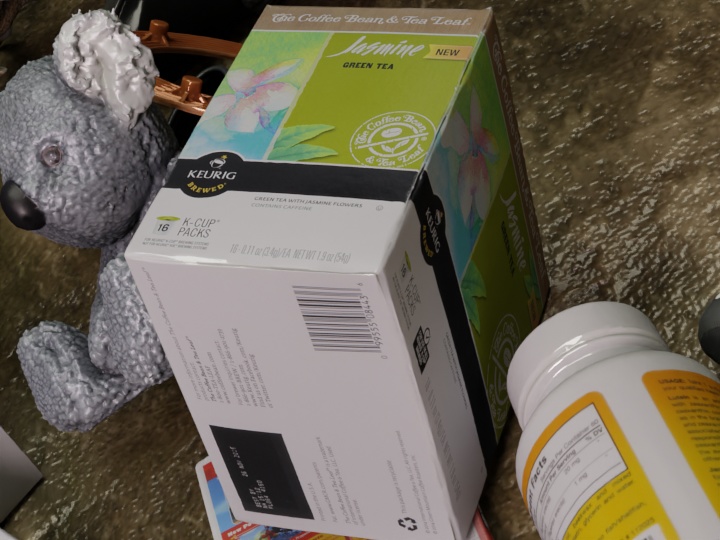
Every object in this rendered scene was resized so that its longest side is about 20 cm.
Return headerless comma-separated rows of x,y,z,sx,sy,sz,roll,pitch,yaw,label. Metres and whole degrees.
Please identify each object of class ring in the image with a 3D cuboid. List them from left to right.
-0.081,-0.128,1.153,0.200,0.200,0.019,35,117,46,ring

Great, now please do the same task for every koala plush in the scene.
-0.139,-0.043,1.046,0.184,0.200,0.177,-37,2,-35,koala plush

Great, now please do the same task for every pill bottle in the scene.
0.137,0.108,0.829,0.111,0.111,0.200,-29,42,5,pill bottle

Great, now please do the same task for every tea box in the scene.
0.000,0.000,0.922,0.133,0.201,0.197,3,46,21,tea box

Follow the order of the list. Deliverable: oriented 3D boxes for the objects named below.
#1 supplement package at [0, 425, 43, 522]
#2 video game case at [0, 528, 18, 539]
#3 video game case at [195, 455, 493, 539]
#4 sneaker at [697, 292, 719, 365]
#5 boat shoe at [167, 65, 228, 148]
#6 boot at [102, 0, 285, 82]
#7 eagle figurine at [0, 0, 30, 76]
-0.317,0.103,1.110,0.200,0.120,0.121,22,62,43,supplement package
-0.257,0.214,0.954,0.182,0.022,0.200,33,66,0,video game case
-0.006,0.144,0.955,0.143,0.017,0.200,-29,42,6,video game case
0.218,0.075,0.837,0.085,0.075,0.200,-42,42,-9,sneaker
-0.120,-0.051,1.177,0.074,0.062,0.201,5,55,33,boat shoe
-0.080,-0.201,1.279,0.157,0.080,0.211,13,59,39,boot
-0.274,-0.223,1.390,0.151,0.152,0.201,-4,51,56,eagle figurine
